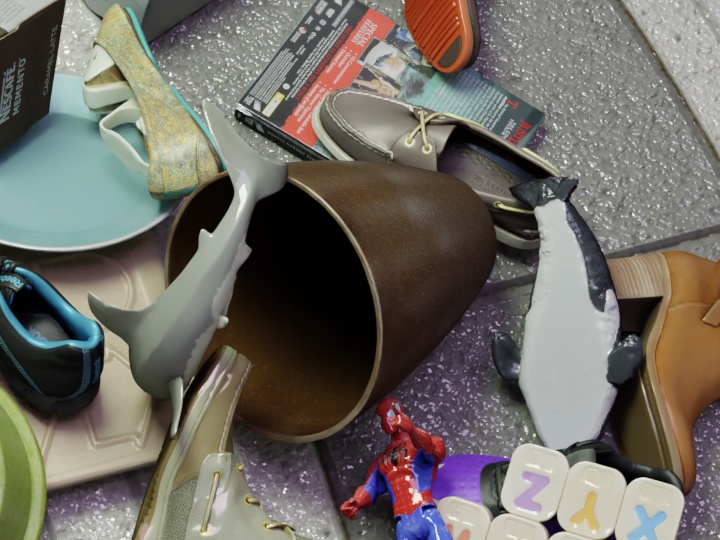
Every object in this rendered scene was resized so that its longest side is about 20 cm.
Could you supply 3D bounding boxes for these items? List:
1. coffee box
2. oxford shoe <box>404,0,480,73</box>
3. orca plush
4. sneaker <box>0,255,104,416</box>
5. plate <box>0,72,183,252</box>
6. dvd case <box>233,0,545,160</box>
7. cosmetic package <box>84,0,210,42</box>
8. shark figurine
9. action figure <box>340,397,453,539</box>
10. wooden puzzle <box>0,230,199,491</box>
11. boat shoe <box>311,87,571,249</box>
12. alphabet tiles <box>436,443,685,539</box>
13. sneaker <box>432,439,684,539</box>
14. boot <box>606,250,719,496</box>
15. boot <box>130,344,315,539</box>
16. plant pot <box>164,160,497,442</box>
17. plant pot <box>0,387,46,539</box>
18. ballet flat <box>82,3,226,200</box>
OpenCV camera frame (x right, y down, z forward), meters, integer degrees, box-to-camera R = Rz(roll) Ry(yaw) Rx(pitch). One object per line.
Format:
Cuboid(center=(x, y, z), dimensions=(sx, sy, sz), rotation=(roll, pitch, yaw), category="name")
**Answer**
Cuboid(center=(-0.313, -0.181, 1.500), dimensions=(0.200, 0.114, 0.080), rotation=(31, 45, 16), category="coffee box")
Cuboid(center=(0.076, -0.232, 1.670), dimensions=(0.073, 0.071, 0.200), rotation=(14, 50, -29), category="oxford shoe")
Cuboid(center=(0.145, 0.033, 1.533), dimensions=(0.105, 0.071, 0.200), rotation=(-19, 87, 15), category="orca plush")
Cuboid(center=(-0.246, 0.008, 1.399), dimensions=(0.200, 0.082, 0.073), rotation=(35, 55, 4), category="sneaker")
Cuboid(center=(-0.220, -0.073, 1.514), dimensions=(0.200, 0.026, 0.200), rotation=(6, 40, -5), category="plate")
Cuboid(center=(0.024, -0.118, 1.627), dimensions=(0.200, 0.022, 0.146), rotation=(30, 59, 5), category="dvd case")
Cuboid(center=(-0.128, -0.270, 1.638), dimensions=(0.107, 0.090, 0.200), rotation=(45, 58, 9), category="cosmetic package")
Cuboid(center=(-0.121, 0.011, 1.338), dimensions=(0.089, 0.215, 0.128), rotation=(22, 32, -8), category="shark figurine")
Cuboid(center=(0.030, 0.166, 1.377), dimensions=(0.065, 0.099, 0.200), rotation=(-25, 61, 19), category="action figure")
Cuboid(center=(-0.212, 0.064, 1.455), dimensions=(0.200, 0.046, 0.185), rotation=(-11, 65, -24), category="wooden puzzle")
Cuboid(center=(0.061, -0.085, 1.571), dimensions=(0.200, 0.060, 0.072), rotation=(28, 59, 1), category="boat shoe")
Cuboid(center=(0.131, 0.220, 1.397), dimensions=(0.200, 0.015, 0.196), rotation=(16, 86, 17), category="alphabet tiles")
Cuboid(center=(0.128, 0.147, 1.456), dimensions=(0.200, 0.100, 0.070), rotation=(7, 58, -11), category="sneaker")
Cuboid(center=(0.259, 0.072, 1.551), dimensions=(0.155, 0.074, 0.200), rotation=(0, 64, -19), category="boot")
Cuboid(center=(-0.064, 0.162, 1.391), dimensions=(0.155, 0.072, 0.200), rotation=(19, 86, -5), category="boot")
Cuboid(center=(0.000, 0.000, 1.473), dimensions=(0.187, 0.187, 0.200), rotation=(50, 38, 15), category="plant pot")
Cuboid(center=(-0.309, 0.121, 1.276), dimensions=(0.200, 0.190, 0.200), rotation=(-2, 72, 7), category="plant pot")
Cuboid(center=(-0.161, -0.120, 1.517), dimensions=(0.071, 0.071, 0.200), rotation=(-15, 47, -21), category="ballet flat")
